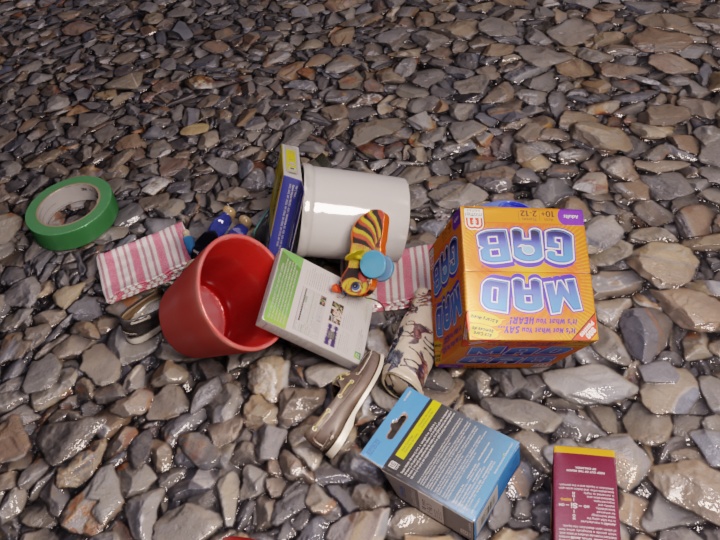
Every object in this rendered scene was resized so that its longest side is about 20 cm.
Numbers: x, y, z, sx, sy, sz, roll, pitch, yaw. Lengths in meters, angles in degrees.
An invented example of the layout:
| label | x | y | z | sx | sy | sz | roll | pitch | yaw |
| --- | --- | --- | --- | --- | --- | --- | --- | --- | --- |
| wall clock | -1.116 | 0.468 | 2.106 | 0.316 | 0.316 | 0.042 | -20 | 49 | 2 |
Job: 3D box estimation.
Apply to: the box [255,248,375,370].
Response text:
| label | x | y | z | sx | sy | sz | roll | pitch | yaw |
| --- | --- | --- | --- | --- | --- | --- | --- | --- | --- |
| box | -0.073 | 0.067 | 1.309 | 0.197 | 0.036 | 0.147 | 28 | 54 | -21 |

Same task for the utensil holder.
| label | x | y | z | sx | sy | sz | roll | pitch | yaw |
| --- | --- | --- | --- | --- | --- | --- | --- | --- | --- |
| utensil holder | -0.020 | -0.101 | 1.407 | 0.195 | 0.172 | 0.172 | 6 | 43 | -10 |

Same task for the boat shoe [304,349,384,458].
| label | x | y | z | sx | sy | sz | roll | pitch | yaw |
| --- | --- | --- | --- | --- | --- | --- | --- | --- | --- |
| boat shoe | -0.023 | 0.203 | 1.229 | 0.059 | 0.072 | 0.202 | 32 | 57 | -2 |

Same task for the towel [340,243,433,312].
| label | x | y | z | sx | sy | sz | roll | pitch | yaw |
| --- | --- | --- | --- | --- | --- | --- | --- | --- | --- |
| towel | 0.056 | 0.012 | 1.442 | 0.195 | 0.030 | 0.148 | -8 | 44 | 4 |

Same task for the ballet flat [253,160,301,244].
| label | x | y | z | sx | sy | sz | roll | pitch | yaw |
| --- | --- | --- | --- | --- | --- | --- | --- | --- | --- |
| ballet flat | -0.150 | -0.139 | 1.577 | 0.072 | 0.073 | 0.203 | 19 | 76 | 27 |

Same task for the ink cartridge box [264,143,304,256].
| label | x | y | z | sx | sy | sz | roll | pitch | yaw |
| --- | --- | --- | --- | --- | --- | --- | --- | --- | --- |
| ink cartridge box | -0.146 | -0.103 | 1.407 | 0.046 | 0.201 | 0.201 | 10 | 28 | -11 |

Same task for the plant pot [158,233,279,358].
| label | x | y | z | sx | sy | sz | roll | pitch | yaw |
| --- | --- | --- | --- | --- | --- | --- | --- | --- | --- |
| plant pot | -0.248 | 0.061 | 1.317 | 0.176 | 0.200 | 0.202 | -24 | 31 | 41 |

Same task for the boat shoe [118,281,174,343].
| label | x | y | z | sx | sy | sz | roll | pitch | yaw |
| --- | --- | --- | --- | --- | --- | --- | --- | --- | --- |
| boat shoe | -0.374 | 0.058 | 1.456 | 0.199 | 0.061 | 0.073 | -36 | 48 | -24 |

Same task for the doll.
| label | x | y | z | sx | sy | sz | roll | pitch | yaw |
| --- | --- | --- | --- | --- | --- | --- | --- | --- | --- |
| doll | -0.298 | -0.050 | 1.529 | 0.135 | 0.049 | 0.201 | 29 | 43 | -2 |

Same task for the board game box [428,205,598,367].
| label | x | y | z | sx | sy | sz | roll | pitch | yaw |
| --- | --- | --- | --- | --- | --- | --- | --- | --- | --- |
| board game box | 0.228 | 0.033 | 1.189 | 0.195 | 0.200 | 0.205 | 1 | 72 | -9 |

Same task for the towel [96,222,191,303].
| label | x | y | z | sx | sy | sz | roll | pitch | yaw |
| --- | --- | --- | --- | --- | --- | --- | --- | --- | --- |
| towel | -0.442 | -0.021 | 1.560 | 0.197 | 0.030 | 0.147 | -23 | 45 | -12 |

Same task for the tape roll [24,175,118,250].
| label | x | y | z | sx | sy | sz | roll | pitch | yaw |
| --- | --- | --- | --- | --- | --- | --- | --- | --- | --- |
| tape roll | -0.648 | -0.131 | 1.707 | 0.195 | 0.049 | 0.203 | -6 | 44 | 6 |

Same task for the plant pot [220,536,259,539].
| label | x | y | z | sx | sy | sz | roll | pitch | yaw |
| --- | --- | --- | --- | --- | --- | --- | --- | --- | --- |
| plant pot | -0.100 | 0.444 | 0.926 | 0.178 | 0.203 | 0.203 | 8 | 46 | 8 |

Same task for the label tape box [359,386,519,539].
| label | x | y | z | sx | sy | sz | roll | pitch | yaw |
| --- | --- | --- | --- | --- | --- | --- | --- | --- | --- |
| label tape box | 0.119 | 0.283 | 1.134 | 0.197 | 0.064 | 0.144 | 23 | 54 | 29 |

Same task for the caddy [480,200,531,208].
| label | x | y | z | sx | sy | sz | roll | pitch | yaw |
| --- | --- | --- | --- | --- | --- | --- | --- | --- | --- |
| caddy | 0.275 | -0.048 | 1.404 | 0.138 | 0.106 | 0.202 | -15 | 45 | -4 |

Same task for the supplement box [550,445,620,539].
| label | x | y | z | sx | sy | sz | roll | pitch | yaw |
| --- | --- | --- | --- | --- | --- | --- | --- | --- | --- |
| supplement box | 0.294 | 0.351 | 1.001 | 0.084 | 0.112 | 0.202 | 1 | 45 | 13 |

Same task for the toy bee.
| label | x | y | z | sx | sy | sz | roll | pitch | yaw |
| --- | --- | --- | --- | --- | --- | --- | --- | --- | --- |
| toy bee | 0.000 | 0.000 | 1.293 | 0.106 | 0.131 | 0.204 | -5 | 61 | 15 |

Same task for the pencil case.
| label | x | y | z | sx | sy | sz | roll | pitch | yaw |
| --- | --- | --- | --- | --- | --- | --- | --- | --- | --- |
| pencil case | 0.099 | 0.127 | 1.279 | 0.077 | 0.089 | 0.202 | -30 | 27 | 49 |

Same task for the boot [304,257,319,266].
| label | x | y | z | sx | sy | sz | roll | pitch | yaw |
| --- | --- | --- | --- | --- | --- | --- | --- | --- | --- |
| boot | -0.104 | 0.036 | 1.422 | 0.137 | 0.079 | 0.199 | -33 | 49 | -28 |

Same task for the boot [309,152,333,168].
| label | x | y | z | sx | sy | sz | roll | pitch | yaw |
| --- | --- | --- | --- | --- | --- | --- | --- | --- | --- |
| boot | -0.091 | -0.159 | 1.631 | 0.129 | 0.068 | 0.201 | -34 | 48 | -6 |
